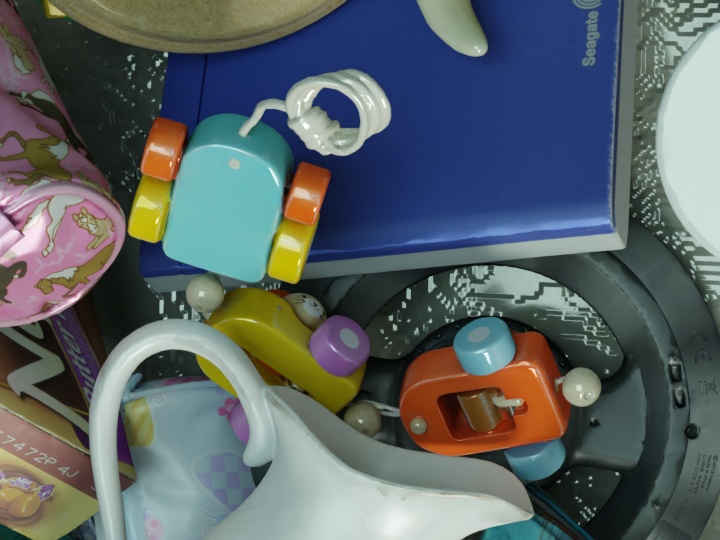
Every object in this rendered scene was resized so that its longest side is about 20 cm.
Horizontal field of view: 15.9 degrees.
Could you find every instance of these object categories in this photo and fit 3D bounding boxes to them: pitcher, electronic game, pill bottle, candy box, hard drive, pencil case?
[{"bbox_3d":[-0.054,0.133,0.981,0.172,0.121,0.200,29,97,8],"label":"pitcher"},{"bbox_3d":[0.052,0.058,1.055,0.200,0.042,0.200,0,85,5],"label":"electronic game"},{"bbox_3d":[0.175,-0.048,0.937,0.114,0.200,0.114,1,94,20],"label":"pill bottle"},{"bbox_3d":[-0.165,0.003,1.058,0.056,0.117,0.200,-36,47,18],"label":"candy box"},{"bbox_3d":[0.012,-0.061,1.055,0.200,0.025,0.132,-6,60,20],"label":"hard drive"},{"bbox_3d":[-0.158,-0.072,1.000,0.083,0.086,0.200,-54,52,39],"label":"pencil case"},{"bbox_3d":[-0.070,0.143,1.088,0.083,0.091,0.200,-13,81,54],"label":"pencil case"}]

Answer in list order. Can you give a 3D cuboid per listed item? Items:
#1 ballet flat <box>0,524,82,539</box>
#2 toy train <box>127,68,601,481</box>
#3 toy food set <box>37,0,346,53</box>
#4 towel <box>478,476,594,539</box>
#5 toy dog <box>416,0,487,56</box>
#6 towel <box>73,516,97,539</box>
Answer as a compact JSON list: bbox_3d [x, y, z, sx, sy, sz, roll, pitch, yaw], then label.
[{"bbox_3d":[-0.195,0.095,1.125,0.200,0.076,0.064,47,136,17],"label":"ballet flat"},{"bbox_3d":[0.000,0.000,0.992,0.150,0.056,0.200,-15,123,24],"label":"toy train"},{"bbox_3d":[-0.064,-0.182,1.031,0.198,0.049,0.200,-9,119,-11],"label":"toy food set"},{"bbox_3d":[0.054,0.195,0.973,0.147,0.022,0.200,37,108,57],"label":"towel"},{"bbox_3d":[0.082,-0.165,0.947,0.200,0.140,0.194,30,101,51],"label":"toy dog"},{"bbox_3d":[-0.174,0.136,1.165,0.147,0.024,0.200,-29,83,19],"label":"towel"}]
